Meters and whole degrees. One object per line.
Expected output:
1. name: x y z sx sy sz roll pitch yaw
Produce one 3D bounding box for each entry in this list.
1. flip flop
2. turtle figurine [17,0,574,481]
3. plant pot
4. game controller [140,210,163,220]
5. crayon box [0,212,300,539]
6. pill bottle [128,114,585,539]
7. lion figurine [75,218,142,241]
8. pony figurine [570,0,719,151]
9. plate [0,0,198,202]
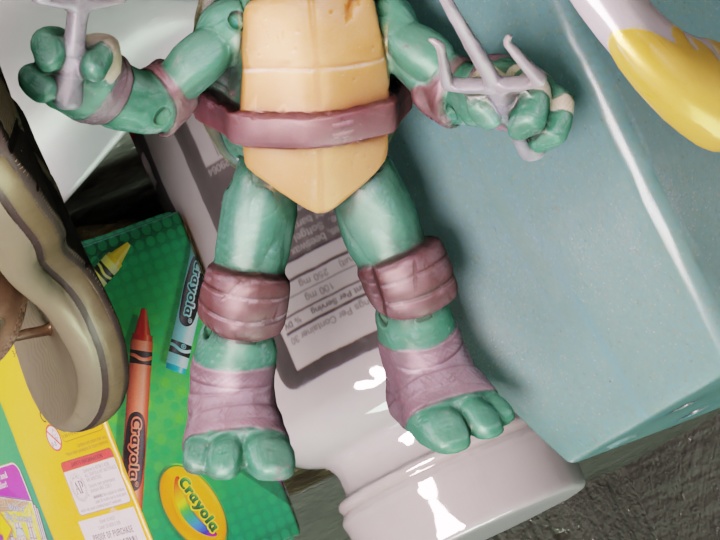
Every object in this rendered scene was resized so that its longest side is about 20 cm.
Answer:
1. flip flop: -0.110 -0.008 0.762 0.057 0.081 0.200 -25 160 -5
2. turtle figurine: -0.012 -0.043 0.768 0.149 0.201 0.101 -2 -157 8
3. plant pot: 0.078 -0.056 0.835 0.141 0.201 0.141 -17 167 -37
4. game controller: -0.062 -0.021 1.173 0.199 0.042 0.104 -22 -176 -10
5. crayon box: -0.113 0.062 0.966 0.058 0.119 0.200 -21 -179 -35
6. pill bottle: 0.000 0.000 0.930 0.110 0.201 0.111 -23 171 -4
7. lion figurine: -0.041 0.009 1.060 0.199 0.073 0.122 -13 153 29
8. pony figurine: 0.074 -0.123 0.614 0.166 0.200 0.193 -39 179 33
9. plate: -0.150 -0.025 0.805 0.200 0.032 0.199 -47 165 14
